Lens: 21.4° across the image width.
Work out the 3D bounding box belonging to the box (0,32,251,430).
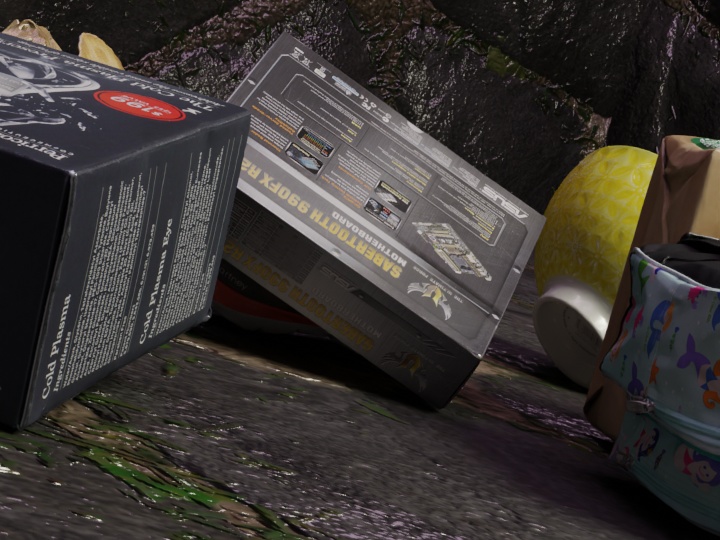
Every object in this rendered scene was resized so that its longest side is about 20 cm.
[{"bbox_3d":[-0.173,-0.035,0.788,0.199,0.105,0.182,18,17,13],"label":"box"}]

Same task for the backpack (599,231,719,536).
[{"bbox_3d":[0.219,0.062,0.936,0.176,0.152,0.200,13,-1,-13],"label":"backpack"}]

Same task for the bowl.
[{"bbox_3d":[0.187,0.024,1.361,0.107,0.201,0.200,-36,35,-25],"label":"bowl"}]

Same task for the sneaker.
[{"bbox_3d":[0.000,0.000,1.166,0.199,0.082,0.077,6,34,-36],"label":"sneaker"}]

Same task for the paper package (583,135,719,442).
[{"bbox_3d":[0.253,0.036,1.102,0.199,0.192,0.103,15,5,-9],"label":"paper package"}]

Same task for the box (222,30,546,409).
[{"bbox_3d":[-0.001,-0.033,1.095,0.199,0.048,0.159,34,37,-3],"label":"box"}]

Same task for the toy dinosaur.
[{"bbox_3d":[-0.116,-0.070,0.965,0.058,0.102,0.200,-24,-19,13],"label":"toy dinosaur"}]
